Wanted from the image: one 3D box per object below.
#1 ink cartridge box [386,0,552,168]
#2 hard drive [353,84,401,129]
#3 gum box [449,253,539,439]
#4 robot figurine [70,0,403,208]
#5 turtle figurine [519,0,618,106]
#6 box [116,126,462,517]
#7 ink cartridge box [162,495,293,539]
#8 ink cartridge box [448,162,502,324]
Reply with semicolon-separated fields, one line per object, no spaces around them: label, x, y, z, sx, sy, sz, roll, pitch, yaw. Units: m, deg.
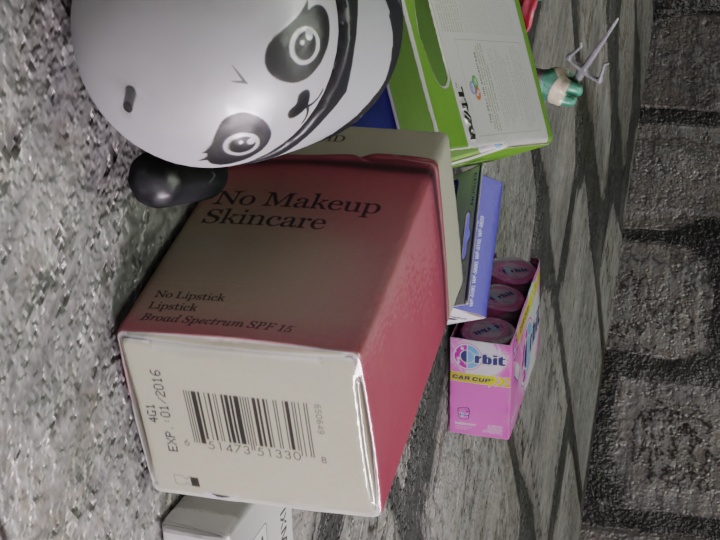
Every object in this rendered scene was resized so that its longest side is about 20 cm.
ink cartridge box;0.044;-0.141;0.925;0.200;0.075;0.149;-15;90;-62
hard drive;0.004;-0.133;0.955;0.133;0.025;0.201;63;29;-25
gum box;0.147;0.074;1.528;0.200;0.065;0.115;-60;152;-58
robot figurine;-0.049;-0.112;0.658;0.200;0.124;0.152;-32;113;-71
turtle figurine;0.109;-0.189;1.090;0.200;0.100;0.151;-33;-132;51
box;-0.028;0.018;0.768;0.201;0.127;0.110;-67;155;-50
ink cartridge box;-0.060;0.196;0.866;0.176;0.044;0.202;-51;143;-62
ink cartridge box;0.056;-0.011;1.037;0.200;0.039;0.101;165;-66;-70
